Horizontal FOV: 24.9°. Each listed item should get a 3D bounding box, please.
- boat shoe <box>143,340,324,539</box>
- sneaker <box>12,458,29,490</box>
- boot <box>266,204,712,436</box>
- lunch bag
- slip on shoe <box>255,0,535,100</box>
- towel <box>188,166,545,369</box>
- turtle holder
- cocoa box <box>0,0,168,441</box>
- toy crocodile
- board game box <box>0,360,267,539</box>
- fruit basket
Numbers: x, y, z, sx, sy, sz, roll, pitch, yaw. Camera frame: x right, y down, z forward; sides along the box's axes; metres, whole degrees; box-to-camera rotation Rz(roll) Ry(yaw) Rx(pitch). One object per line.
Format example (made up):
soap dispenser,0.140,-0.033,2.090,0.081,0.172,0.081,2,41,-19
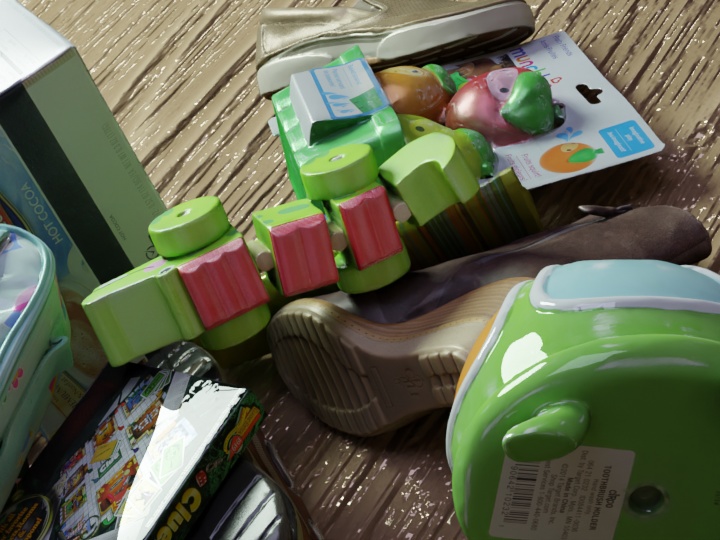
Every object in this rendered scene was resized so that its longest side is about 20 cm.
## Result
boat shoe,-0.067,0.110,0.777,0.075,0.074,0.200,-39,35,3
sneaker,-0.151,0.145,0.797,0.098,0.071,0.201,-18,38,6
boot,0.062,0.019,0.833,0.165,0.073,0.199,-29,16,-33
lunch bag,-0.226,0.057,0.767,0.158,0.078,0.201,5,49,13
slip on shoe,0.017,-0.160,1.066,0.198,0.061,0.076,-10,-6,32
towel,0.000,0.000,0.868,0.198,0.086,0.018,-22,64,8
turtle holder,0.126,0.055,0.657,0.184,0.142,0.132,-20,33,13
cocoa box,-0.193,-0.031,0.934,0.131,0.201,0.133,-36,36,-13
toy crocodile,-0.037,-0.009,0.783,0.198,0.068,0.062,-22,18,-9
board game box,-0.132,0.128,0.724,0.104,0.024,0.201,10,55,41
fruit basket,0.051,-0.086,0.938,0.198,0.094,0.186,-20,30,-1
